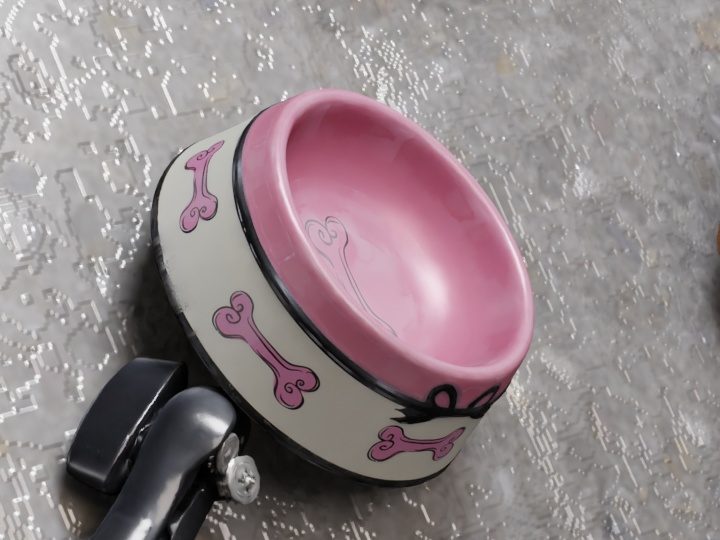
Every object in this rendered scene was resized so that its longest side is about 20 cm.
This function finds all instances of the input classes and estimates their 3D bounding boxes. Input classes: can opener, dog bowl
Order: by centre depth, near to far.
[{"bbox_3d":[-0.104,0.127,1.163,0.200,0.079,0.063,-66,148,-35],"label":"can opener"},{"bbox_3d":[0.000,0.000,1.251,0.200,0.074,0.200,32,36,-27],"label":"dog bowl"}]

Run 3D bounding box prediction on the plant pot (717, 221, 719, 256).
[{"bbox_3d":[0.287,-0.043,1.451,0.200,0.200,0.140,39,66,-12],"label":"plant pot"}]
